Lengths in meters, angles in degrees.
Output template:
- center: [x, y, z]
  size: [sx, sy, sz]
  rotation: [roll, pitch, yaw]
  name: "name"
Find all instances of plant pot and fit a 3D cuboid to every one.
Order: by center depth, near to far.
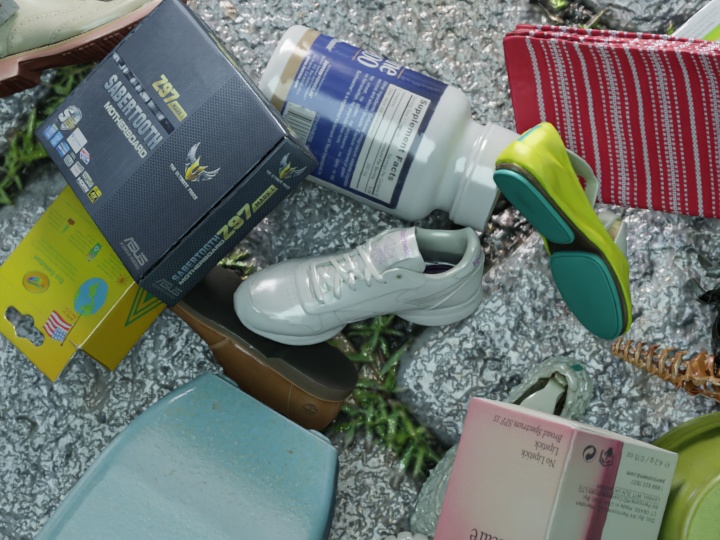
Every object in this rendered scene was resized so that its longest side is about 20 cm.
- center: [0.292, 0.202, 1.647]
  size: [0.200, 0.193, 0.201]
  rotation: [0, 85, 3]
  name: "plant pot"
- center: [-0.115, 0.191, 1.676]
  size: [0.196, 0.196, 0.200]
  rotation: [30, 82, 5]
  name: "plant pot"

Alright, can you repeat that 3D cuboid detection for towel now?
- center: [0.202, -0.112, 1.687]
  size: [0.200, 0.022, 0.145]
  rotation: [9, 120, 34]
  name: "towel"

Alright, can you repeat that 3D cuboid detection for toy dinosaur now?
- center: [0.297, 0.056, 1.672]
  size: [0.200, 0.102, 0.136]
  rotation: [10, 63, -22]
  name: "toy dinosaur"

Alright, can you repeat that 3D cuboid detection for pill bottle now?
- center: [0.018, -0.105, 1.726]
  size: [0.200, 0.111, 0.111]
  rotation: [23, 87, 4]
  name: "pill bottle"

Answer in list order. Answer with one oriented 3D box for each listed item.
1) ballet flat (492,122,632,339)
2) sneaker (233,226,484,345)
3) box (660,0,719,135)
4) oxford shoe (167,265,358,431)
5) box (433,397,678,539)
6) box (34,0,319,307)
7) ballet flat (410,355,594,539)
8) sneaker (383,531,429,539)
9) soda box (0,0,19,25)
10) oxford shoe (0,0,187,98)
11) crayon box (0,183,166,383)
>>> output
- center: [0.169, -0.033, 1.702]
  size: [0.067, 0.067, 0.200]
  rotation: [-54, 128, -26]
  name: "ballet flat"
- center: [0.000, 0.000, 1.711]
  size: [0.199, 0.100, 0.075]
  rotation: [-9, 58, -12]
  name: "sneaker"
- center: [0.318, -0.113, 1.710]
  size: [0.112, 0.101, 0.200]
  rotation: [-40, 85, -8]
  name: "box"
- center: [-0.099, 0.058, 1.746]
  size: [0.200, 0.071, 0.071]
  rotation: [38, 126, 15]
  name: "oxford shoe"
- center: [0.131, 0.207, 1.625]
  size: [0.109, 0.128, 0.201]
  rotation: [16, 88, -36]
  name: "box"
- center: [-0.142, -0.093, 1.672]
  size: [0.158, 0.051, 0.200]
  rotation: [-43, 52, 7]
  name: "box"
- center: [0.105, 0.145, 1.726]
  size: [0.072, 0.072, 0.200]
  rotation: [37, 89, 5]
  name: "ballet flat"
- center: [-0.003, 0.294, 1.693]
  size: [0.078, 0.090, 0.200]
  rotation: [31, 98, -12]
  name: "sneaker"
- center: [-0.360, -0.261, 1.757]
  size: [0.068, 0.064, 0.200]
  rotation: [-42, 69, -2]
  name: "soda box"
- center: [-0.238, -0.200, 1.768]
  size: [0.200, 0.071, 0.074]
  rotation: [-20, 82, 1]
  name: "oxford shoe"
- center: [-0.198, -0.013, 1.732]
  size: [0.200, 0.051, 0.127]
  rotation: [-50, 52, -1]
  name: "crayon box"
